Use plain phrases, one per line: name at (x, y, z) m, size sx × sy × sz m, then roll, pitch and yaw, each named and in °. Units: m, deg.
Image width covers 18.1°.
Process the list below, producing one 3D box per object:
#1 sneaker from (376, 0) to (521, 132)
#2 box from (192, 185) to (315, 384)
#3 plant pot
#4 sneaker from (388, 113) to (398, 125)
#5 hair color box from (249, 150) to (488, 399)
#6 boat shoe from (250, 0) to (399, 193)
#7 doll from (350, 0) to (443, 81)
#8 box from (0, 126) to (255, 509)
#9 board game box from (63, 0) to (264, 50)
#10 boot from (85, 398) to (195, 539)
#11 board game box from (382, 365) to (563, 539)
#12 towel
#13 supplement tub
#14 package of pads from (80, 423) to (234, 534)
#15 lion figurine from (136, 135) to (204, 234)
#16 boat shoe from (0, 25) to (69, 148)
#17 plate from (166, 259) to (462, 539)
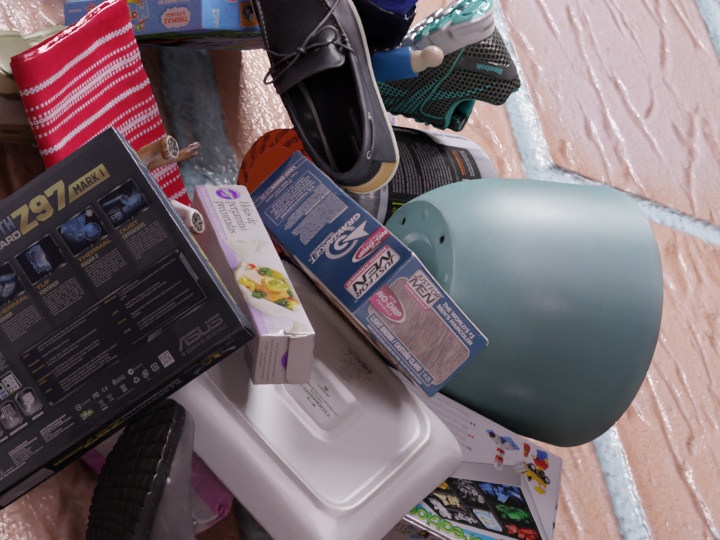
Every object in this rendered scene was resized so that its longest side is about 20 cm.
sneaker at (0.045, -0.142, 1.765) m, size 0.078 × 0.200 × 0.091 m, roll -44°, pitch 107°, yaw -37°
box at (-0.074, 0.007, 1.504) m, size 0.039 × 0.041 × 0.200 m, roll -1°, pitch 30°, yaw -18°
plant pot at (0.100, 0.021, 1.678) m, size 0.161 × 0.201 × 0.201 m, roll 12°, pitch 47°, yaw -30°
sneaker at (-0.011, -0.194, 1.954) m, size 0.100 × 0.075 × 0.200 m, roll 34°, pitch 38°, yaw -42°
hair color box at (0.000, 0.000, 1.582) m, size 0.100 × 0.061 × 0.200 m, roll 48°, pitch -3°, yaw -34°
boat shoe at (-0.032, -0.150, 1.650) m, size 0.062 × 0.075 × 0.200 m, roll -5°, pitch 71°, yaw -67°
doll at (0.010, -0.198, 1.689) m, size 0.136 × 0.200 × 0.048 m, roll 38°, pitch 22°, yaw 11°
box at (-0.191, 0.030, 1.411) m, size 0.158 × 0.200 × 0.051 m, roll 55°, pitch -1°, yaw 12°
board game box at (-0.107, -0.196, 1.771) m, size 0.200 × 0.151 × 0.037 m, roll -5°, pitch 93°, yaw -49°
boot at (-0.106, 0.192, 1.421) m, size 0.132 × 0.070 × 0.200 m, roll 23°, pitch 70°, yaw -33°
board game box at (0.047, 0.142, 1.587) m, size 0.200 × 0.035 × 0.126 m, roll 29°, pitch 42°, yaw -14°
towel at (-0.176, -0.083, 1.606) m, size 0.145 × 0.022 × 0.200 m, roll -43°, pitch 120°, yaw -55°
supplement tub at (0.006, -0.055, 1.769) m, size 0.200 × 0.123 × 0.123 m, roll 5°, pitch 52°, yaw -46°
package of pads at (-0.115, 0.082, 1.538) m, size 0.121 × 0.076 × 0.200 m, roll 45°, pitch 34°, yaw -11°
lion figurine at (-0.175, -0.004, 1.509) m, size 0.072 × 0.122 × 0.200 m, roll 53°, pitch 35°, yaw -30°
boat shoe at (-0.231, -0.130, 1.636) m, size 0.075 × 0.068 × 0.200 m, roll 54°, pitch 24°, yaw 19°
plate at (-0.035, 0.090, 1.510) m, size 0.200 × 0.032 × 0.200 m, roll 46°, pitch 37°, yaw 5°
